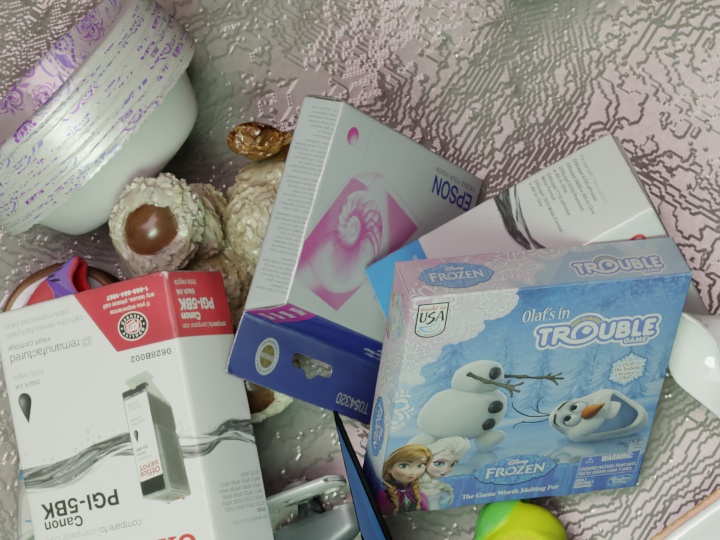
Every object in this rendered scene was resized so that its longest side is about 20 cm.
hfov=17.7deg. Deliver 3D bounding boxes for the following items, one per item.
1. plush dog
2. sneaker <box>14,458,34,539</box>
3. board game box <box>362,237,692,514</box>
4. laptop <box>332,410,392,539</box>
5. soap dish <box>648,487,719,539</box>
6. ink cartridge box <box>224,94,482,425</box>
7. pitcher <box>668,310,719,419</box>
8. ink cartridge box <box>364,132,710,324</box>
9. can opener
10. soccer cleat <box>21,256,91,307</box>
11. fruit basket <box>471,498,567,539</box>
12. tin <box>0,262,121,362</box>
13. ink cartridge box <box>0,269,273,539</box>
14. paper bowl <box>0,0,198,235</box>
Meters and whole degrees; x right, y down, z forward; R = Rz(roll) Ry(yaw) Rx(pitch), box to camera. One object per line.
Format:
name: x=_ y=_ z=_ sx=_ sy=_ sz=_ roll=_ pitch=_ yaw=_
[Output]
plush dog: x=-0.082 y=-0.011 z=1.706 sx=0.171 sy=0.160 sz=0.201 roll=-32 pitch=103 yaw=-8
sneaker: x=-0.166 y=0.188 z=1.665 sx=0.199 sy=0.075 sz=0.087 roll=8 pitch=80 yaw=29
board game box: x=0.109 y=0.074 z=1.567 sx=0.199 sy=0.200 sz=0.043 roll=-5 pitch=40 yaw=-16
laptop: x=-0.028 y=0.235 z=1.591 sx=0.103 sy=0.177 sz=0.200 roll=37 pitch=103 yaw=-26
soap dish: x=0.306 y=0.232 z=1.582 sx=0.157 sy=0.081 sz=0.201 roll=-36 pitch=75 yaw=5
ink cartridge box: x=0.000 y=0.000 z=1.636 sx=0.043 sy=0.196 sz=0.201 roll=11 pitch=83 yaw=35
pitcher: x=0.325 y=0.061 z=1.562 sx=0.199 sy=0.122 sz=0.172 roll=-18 pitch=47 yaw=-5
ink cartridge box: x=0.126 y=0.016 z=1.617 sx=0.199 sy=0.145 sz=0.084 roll=-29 pitch=48 yaw=6
can opener: x=-0.096 y=0.200 z=1.699 sx=0.199 sy=0.053 sz=0.067 roll=-22 pitch=75 yaw=10
soccer cleat: x=-0.166 y=0.071 z=1.694 sx=0.200 sy=0.068 sz=0.073 roll=38 pitch=92 yaw=19
fruit basket: x=0.120 y=0.261 z=1.597 sx=0.214 sy=0.155 sz=0.217 roll=2 pitch=97 yaw=12
tin: x=-0.209 y=0.091 z=1.753 sx=0.111 sy=0.042 sz=0.201 roll=-17 pitch=77 yaw=6
ink cartridge box: x=-0.155 y=0.112 z=1.578 sx=0.146 sy=0.083 sz=0.201 roll=-14 pitch=84 yaw=24
paper bowl: x=-0.199 y=-0.107 z=1.709 sx=0.201 sy=0.201 sz=0.104 roll=-44 pitch=106 yaw=3
